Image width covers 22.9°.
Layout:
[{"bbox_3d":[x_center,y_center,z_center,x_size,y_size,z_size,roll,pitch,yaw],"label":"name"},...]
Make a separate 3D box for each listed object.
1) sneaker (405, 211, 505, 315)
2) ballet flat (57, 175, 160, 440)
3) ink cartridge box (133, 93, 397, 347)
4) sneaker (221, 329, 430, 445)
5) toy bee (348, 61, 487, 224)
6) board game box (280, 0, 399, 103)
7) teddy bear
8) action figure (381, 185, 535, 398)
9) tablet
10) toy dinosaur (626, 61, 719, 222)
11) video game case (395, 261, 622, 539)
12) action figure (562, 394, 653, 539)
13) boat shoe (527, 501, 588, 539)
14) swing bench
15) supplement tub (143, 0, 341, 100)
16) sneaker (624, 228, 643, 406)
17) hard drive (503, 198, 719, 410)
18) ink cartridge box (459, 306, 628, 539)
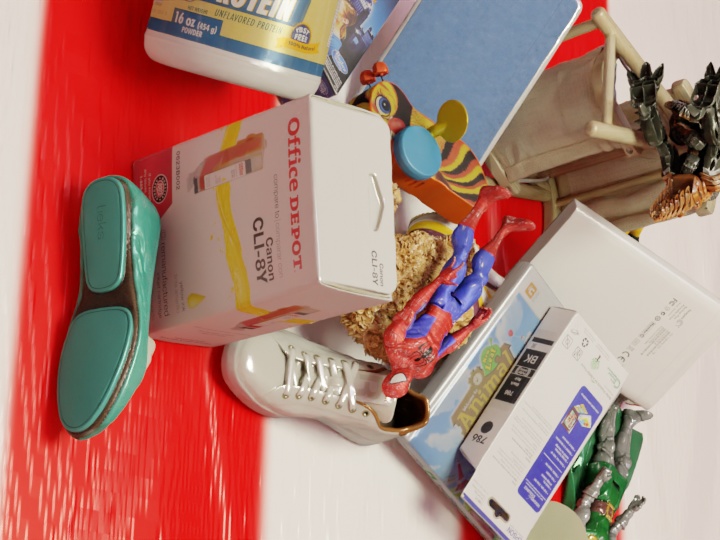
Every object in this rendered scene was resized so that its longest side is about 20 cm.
[{"bbox_3d":[0.102,0.041,1.615,0.200,0.075,0.090,42,50,-22],"label":"sneaker"},{"bbox_3d":[-0.175,0.031,1.308,0.070,0.067,0.201,30,58,-56],"label":"ballet flat"},{"bbox_3d":[-0.075,-0.033,1.334,0.083,0.199,0.146,12,69,-46],"label":"ink cartridge box"},{"bbox_3d":[-0.021,0.088,1.448,0.199,0.084,0.073,23,64,-41],"label":"sneaker"},{"bbox_3d":[0.034,-0.122,1.524,0.200,0.130,0.109,39,46,-52],"label":"toy bee"},{"bbox_3d":[-0.035,-0.272,1.560,0.200,0.061,0.201,-42,110,-47],"label":"board game box"},{"bbox_3d":[0.023,0.005,1.463,0.200,0.067,0.146,32,78,-31],"label":"teddy bear"},{"bbox_3d":[0.074,0.022,1.447,0.200,0.052,0.065,-55,129,-20],"label":"action figure"},{"bbox_3d":[0.093,-0.190,1.590,0.130,0.014,0.201,33,92,-1],"label":"tablet"},{"bbox_3d":[0.298,-0.110,1.567,0.200,0.102,0.136,-81,155,-55],"label":"toy dinosaur"},{"bbox_3d":[0.137,0.125,1.598,0.200,0.022,0.182,-52,125,-18],"label":"video game case"},{"bbox_3d":[0.236,0.214,1.728,0.118,0.054,0.201,42,54,-36],"label":"action figure"},{"bbox_3d":[0.165,0.299,1.615,0.073,0.063,0.202,20,45,-9],"label":"boat shoe"},{"bbox_3d":[0.202,-0.122,1.677,0.200,0.198,0.130,29,58,-40],"label":"swing bench"},{"bbox_3d":[-0.079,-0.245,1.390,0.144,0.144,0.201,9,99,-47],"label":"supplement tub"},{"bbox_3d":[0.266,0.039,1.789,0.078,0.082,0.201,-14,90,-49],"label":"sneaker"},{"bbox_3d":[0.238,0.035,1.690,0.199,0.132,0.027,32,23,-19],"label":"hard drive"},{"bbox_3d":[0.154,0.140,1.577,0.100,0.039,0.200,48,67,-34],"label":"ink cartridge box"}]
